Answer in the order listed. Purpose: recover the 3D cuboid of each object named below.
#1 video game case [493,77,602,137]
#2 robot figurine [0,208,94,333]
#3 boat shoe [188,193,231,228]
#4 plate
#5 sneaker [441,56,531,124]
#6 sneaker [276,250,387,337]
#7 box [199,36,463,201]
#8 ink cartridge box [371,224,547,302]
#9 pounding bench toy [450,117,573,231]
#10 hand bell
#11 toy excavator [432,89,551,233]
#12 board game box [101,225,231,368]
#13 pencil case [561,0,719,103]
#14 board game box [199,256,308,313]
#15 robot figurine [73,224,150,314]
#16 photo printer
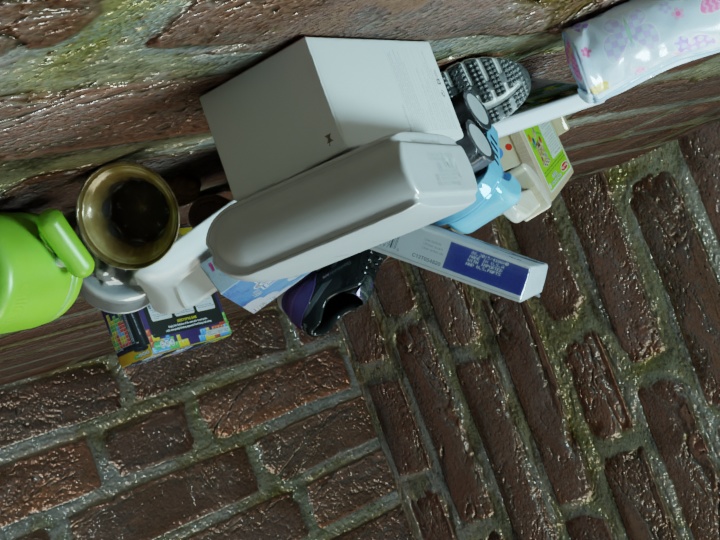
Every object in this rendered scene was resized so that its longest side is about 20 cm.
[{"bbox_3d":[0.153,-0.180,1.330,0.200,0.022,0.182,-19,-163,-12],"label":"video game case"},{"bbox_3d":[-0.345,0.002,1.100,0.175,0.116,0.200,-15,178,19],"label":"robot figurine"},{"bbox_3d":[-0.116,-0.034,1.428,0.075,0.202,0.075,-56,-177,1],"label":"boat shoe"},{"bbox_3d":[-0.143,-0.024,1.234,0.200,0.032,0.200,-36,171,-10],"label":"plate"},{"bbox_3d":[0.082,-0.178,1.224,0.200,0.074,0.080,-17,-166,6],"label":"sneaker"},{"bbox_3d":[0.000,0.000,1.352,0.200,0.088,0.076,-45,134,-1],"label":"sneaker"},{"bbox_3d":[-0.020,-0.133,1.006,0.124,0.098,0.200,-22,176,33],"label":"box"},{"bbox_3d":[0.089,-0.021,1.171,0.199,0.041,0.200,20,-175,13],"label":"ink cartridge box"},{"bbox_3d":[0.181,-0.151,1.513,0.156,0.124,0.200,-20,-167,30],"label":"pounding bench toy"},{"bbox_3d":[-0.204,-0.073,1.182,0.104,0.104,0.200,-21,-171,14],"label":"hand bell"},{"bbox_3d":[0.126,-0.087,1.180,0.100,0.200,0.195,-32,-152,24],"label":"toy excavator"},{"bbox_3d":[-0.266,0.029,1.509,0.057,0.165,0.200,-24,174,23],"label":"board game box"},{"bbox_3d":[0.312,-0.244,1.197,0.200,0.091,0.083,-20,176,7],"label":"pencil case"},{"bbox_3d":[-0.063,-0.036,1.237,0.199,0.043,0.200,-36,172,-1],"label":"board game box"},{"bbox_3d":[-0.272,-0.012,1.303,0.169,0.113,0.200,2,171,-12],"label":"robot figurine"},{"bbox_3d":[-0.019,-0.047,0.952,0.200,0.070,0.166,-22,176,22],"label":"photo printer"}]
